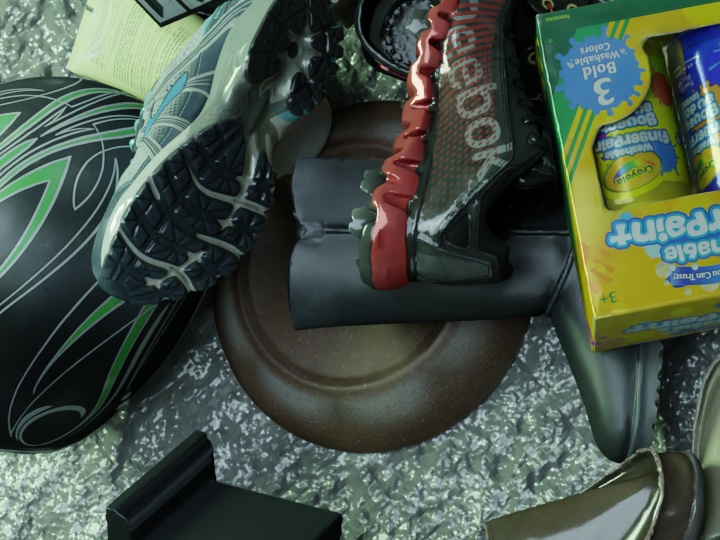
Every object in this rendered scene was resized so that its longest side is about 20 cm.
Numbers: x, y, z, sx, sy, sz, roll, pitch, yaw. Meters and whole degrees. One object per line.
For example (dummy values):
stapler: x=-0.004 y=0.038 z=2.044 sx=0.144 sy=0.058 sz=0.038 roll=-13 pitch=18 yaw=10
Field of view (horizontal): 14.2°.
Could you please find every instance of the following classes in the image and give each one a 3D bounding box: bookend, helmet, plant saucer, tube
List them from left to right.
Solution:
helmet: x=-0.180 y=-0.014 z=1.621 sx=0.200 sy=0.200 sz=0.191 roll=42 pitch=115 yaw=24
tube: x=-0.098 y=-0.117 z=1.657 sx=0.058 sy=0.052 sz=0.200 roll=-45 pitch=49 yaw=-17
bookend: x=-0.022 y=0.210 z=1.504 sx=0.198 sy=0.092 sz=0.201 roll=11 pitch=119 yaw=26
plant saucer: x=0.000 y=0.000 z=1.615 sx=0.199 sy=0.037 sz=0.202 roll=-4 pitch=79 yaw=22

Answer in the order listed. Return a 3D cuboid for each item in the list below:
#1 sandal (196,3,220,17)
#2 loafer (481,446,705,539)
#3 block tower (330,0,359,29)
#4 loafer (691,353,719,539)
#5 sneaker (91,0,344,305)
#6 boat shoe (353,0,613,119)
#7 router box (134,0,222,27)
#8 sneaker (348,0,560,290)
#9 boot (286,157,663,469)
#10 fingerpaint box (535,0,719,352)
sandal: x=-0.031 y=-0.183 z=1.653 sx=0.199 sy=0.045 sz=0.076 roll=2 pitch=83 yaw=24
loafer: x=0.096 y=0.156 z=1.495 sx=0.200 sy=0.071 sz=0.073 roll=-43 pitch=32 yaw=26
block tower: x=0.037 y=-0.230 z=1.606 sx=0.058 sy=0.054 sz=0.200 roll=41 pitch=88 yaw=15
loafer: x=0.204 y=0.128 z=1.485 sx=0.075 sy=0.068 sz=0.201 roll=-4 pitch=79 yaw=23
sneaker: x=-0.086 y=-0.067 z=1.551 sx=0.086 sy=0.078 sz=0.200 roll=9 pitch=59 yaw=51
boat shoe: x=0.094 y=-0.121 z=1.573 sx=0.200 sy=0.063 sz=0.074 roll=8 pitch=87 yaw=14
router box: x=-0.046 y=-0.243 z=1.596 sx=0.157 sy=0.052 sz=0.201 roll=-20 pitch=40 yaw=35
sneaker: x=0.063 y=-0.077 z=1.498 sx=0.097 sy=0.071 sz=0.201 roll=11 pitch=70 yaw=11
boot: x=0.059 y=0.021 z=1.533 sx=0.199 sy=0.066 sz=0.166 roll=3 pitch=72 yaw=0
fingerpaint box: x=0.200 y=-0.062 z=1.481 sx=0.199 sy=0.073 sz=0.168 roll=-10 pitch=73 yaw=2
